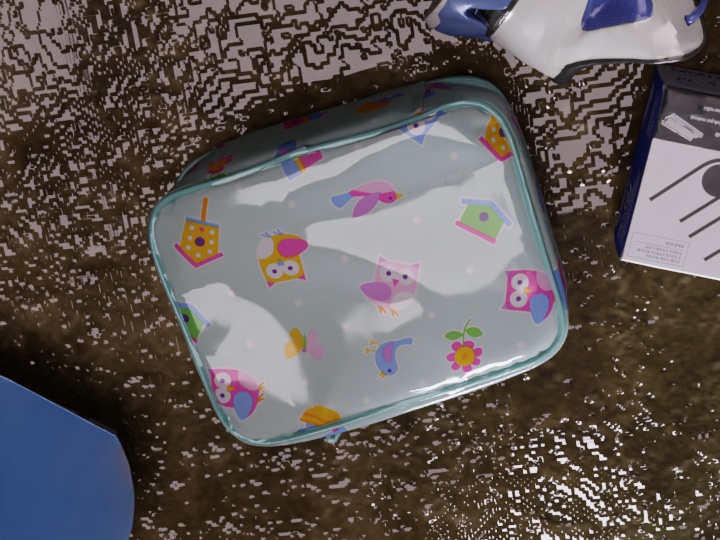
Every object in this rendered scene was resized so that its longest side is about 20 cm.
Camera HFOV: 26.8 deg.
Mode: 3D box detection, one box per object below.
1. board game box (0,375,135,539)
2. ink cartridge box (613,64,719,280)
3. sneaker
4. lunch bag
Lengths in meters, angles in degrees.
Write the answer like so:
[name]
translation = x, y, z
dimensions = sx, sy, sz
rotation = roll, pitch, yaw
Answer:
[board game box]
translation = -0.219, 0.105, 0.849
dimensions = 0.199, 0.039, 0.158
rotation = 29, 121, -6
[ink cartridge box]
translation = 0.235, -0.035, 0.751
dimensions = 0.199, 0.044, 0.094
rotation = 12, 112, 1
[sneaker]
translation = 0.132, -0.164, 0.703
dimensions = 0.115, 0.081, 0.200
rotation = 34, 116, -11
[lunch bag]
translation = 0.000, 0.000, 0.770
dimensions = 0.199, 0.077, 0.161
rotation = -17, 109, 11
